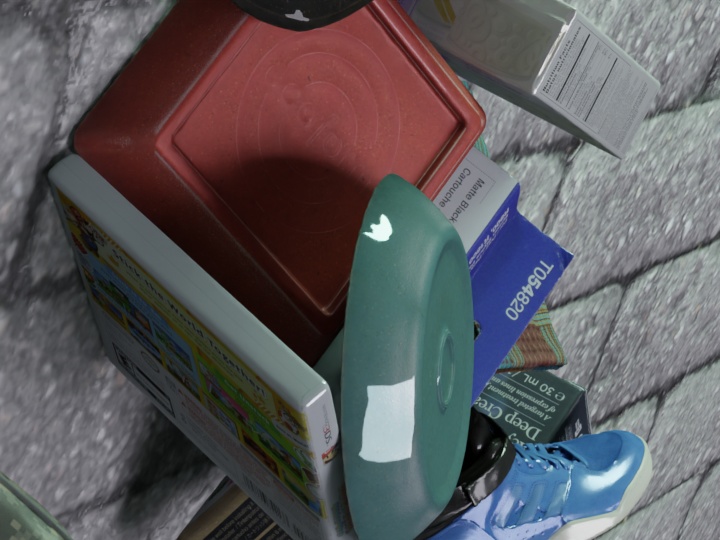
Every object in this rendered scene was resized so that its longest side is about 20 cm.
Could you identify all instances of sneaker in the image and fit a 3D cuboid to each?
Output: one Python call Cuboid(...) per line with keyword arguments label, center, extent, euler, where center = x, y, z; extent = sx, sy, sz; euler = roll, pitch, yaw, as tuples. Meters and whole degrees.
Cuboid(label="sneaker", center=(0.103, 0.127, 1.616), extent=(0.199, 0.077, 0.112), euler=(-27, 115, -24))

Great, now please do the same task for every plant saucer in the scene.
Cuboid(label="plant saucer", center=(0.029, 0.051, 1.292), extent=(0.200, 0.036, 0.202), euler=(2, 90, -77))
Cuboid(label="plant saucer", center=(-0.028, -0.075, 1.330), extent=(0.200, 0.037, 0.200), euler=(49, 66, -30))

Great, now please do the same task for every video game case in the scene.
Cuboid(label="video game case", center=(-0.078, 0.052, 1.286), extent=(0.023, 0.200, 0.182), euler=(-38, 151, -18))

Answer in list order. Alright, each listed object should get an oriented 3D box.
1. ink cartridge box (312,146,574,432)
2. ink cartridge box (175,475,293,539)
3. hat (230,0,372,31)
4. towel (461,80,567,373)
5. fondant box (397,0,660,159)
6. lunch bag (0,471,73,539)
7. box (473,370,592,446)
Cuboid(label="ink cartridge box", center=(0.000, 0.000, 1.407), extent=(0.200, 0.200, 0.041), euler=(-54, -176, -21))
Cuboid(label="ink cartridge box", center=(-0.014, 0.110, 1.526), extent=(0.165, 0.075, 0.200), euler=(-43, -175, 35))
Cuboid(label="hat", center=(-0.020, -0.220, 1.245), extent=(0.200, 0.081, 0.201), euler=(-25, 145, -19))
Cuboid(label="towel", center=(0.071, -0.031, 1.565), extent=(0.022, 0.201, 0.146), euler=(-25, 170, 22))
Cuboid(label="fondant box", center=(0.086, -0.139, 1.499), extent=(0.059, 0.144, 0.200), euler=(-61, 158, 1))
Cuboid(label="lunch bag", center=(-0.243, 0.174, 1.140), extent=(0.200, 0.139, 0.168), euler=(-54, -169, -23))
Cuboid(label="box", center=(0.048, 0.149, 1.734), extent=(0.200, 0.148, 0.107), euler=(-54, 156, -20))
